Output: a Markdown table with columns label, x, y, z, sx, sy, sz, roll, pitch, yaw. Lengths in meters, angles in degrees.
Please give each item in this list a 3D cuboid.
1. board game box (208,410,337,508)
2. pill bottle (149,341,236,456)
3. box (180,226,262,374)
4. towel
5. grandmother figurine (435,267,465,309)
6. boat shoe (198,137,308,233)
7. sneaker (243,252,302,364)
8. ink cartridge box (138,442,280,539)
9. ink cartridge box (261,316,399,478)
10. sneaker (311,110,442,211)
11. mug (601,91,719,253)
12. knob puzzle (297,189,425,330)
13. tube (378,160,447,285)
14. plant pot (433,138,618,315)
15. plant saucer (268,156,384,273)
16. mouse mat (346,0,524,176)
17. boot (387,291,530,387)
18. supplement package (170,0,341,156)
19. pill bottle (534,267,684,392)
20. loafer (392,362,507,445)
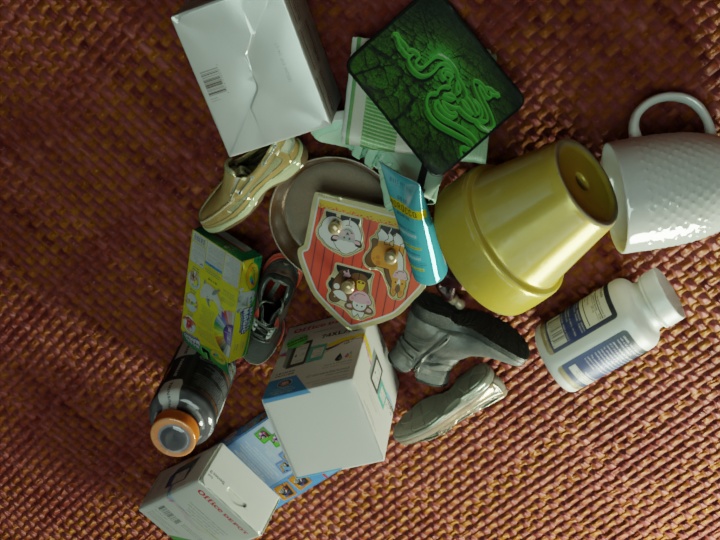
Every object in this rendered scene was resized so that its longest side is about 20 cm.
| label | x | y | z | sx | sy | sz | roll | pitch | yaw |
| --- | --- | --- | --- | --- | --- | --- | --- | --- | --- |
| board game box | -0.140 | 0.311 | 1.847 | 0.199 | 0.037 | 0.152 | -35 | 108 | 23 |
| pill bottle | -0.262 | 0.197 | 1.708 | 0.104 | 0.201 | 0.108 | 4 | 119 | 6 |
| box | -0.212 | 0.046 | 1.672 | 0.117 | 0.048 | 0.203 | 31 | 122 | 32 |
| towel | 0.078 | -0.229 | 1.481 | 0.196 | 0.023 | 0.156 | 7 | 85 | 3 |
| grandmother figurine | 0.151 | 0.006 | 1.624 | 0.197 | 0.061 | 0.123 | 17 | 121 | 2 |
| boat shoe | -0.169 | -0.133 | 1.578 | 0.199 | 0.072 | 0.076 | -40 | 137 | 19 |
| sneaker | -0.148 | 0.069 | 1.689 | 0.076 | 0.082 | 0.202 | 18 | 120 | -2 |
| ink cartridge box | -0.251 | 0.387 | 1.846 | 0.145 | 0.088 | 0.199 | 44 | 137 | -15 |
| ink cartridge box | -0.039 | 0.181 | 1.665 | 0.144 | 0.201 | 0.148 | -14 | 115 | 16 |
| sneaker | 0.020 | -0.147 | 1.519 | 0.197 | 0.074 | 0.120 | 10 | 77 | 2 |
| mug | 0.415 | -0.135 | 1.467 | 0.172 | 0.148 | 0.204 | -8 | 88 | 1 |
| knob puzzle | 0.000 | 0.000 | 1.603 | 0.215 | 0.031 | 0.223 | 5 | 114 | 11 |
| tube | 0.074 | -0.062 | 1.486 | 0.077 | 0.050 | 0.201 | 28 | 153 | 36 |
| plant pot | 0.229 | -0.071 | 1.466 | 0.201 | 0.202 | 0.188 | 43 | 129 | -15 |
| plant saucer | -0.034 | -0.077 | 1.619 | 0.196 | 0.035 | 0.203 | 4 | 118 | 7 |
| mouse mat | 0.098 | -0.247 | 1.459 | 0.160 | 0.008 | 0.201 | -40 | 90 | 3 |
| boot | 0.149 | 0.125 | 1.689 | 0.197 | 0.070 | 0.133 | 25 | 122 | 8 |
| supplement package | -0.134 | -0.282 | 1.477 | 0.153 | 0.111 | 0.203 | -14 | 115 | 15 |
| pill bottle | 0.360 | 0.082 | 1.600 | 0.199 | 0.112 | 0.111 | -33 | 109 | 24 |
| loafer | 0.141 | 0.224 | 1.740 | 0.199 | 0.072 | 0.063 | -37 | 115 | 22 |
